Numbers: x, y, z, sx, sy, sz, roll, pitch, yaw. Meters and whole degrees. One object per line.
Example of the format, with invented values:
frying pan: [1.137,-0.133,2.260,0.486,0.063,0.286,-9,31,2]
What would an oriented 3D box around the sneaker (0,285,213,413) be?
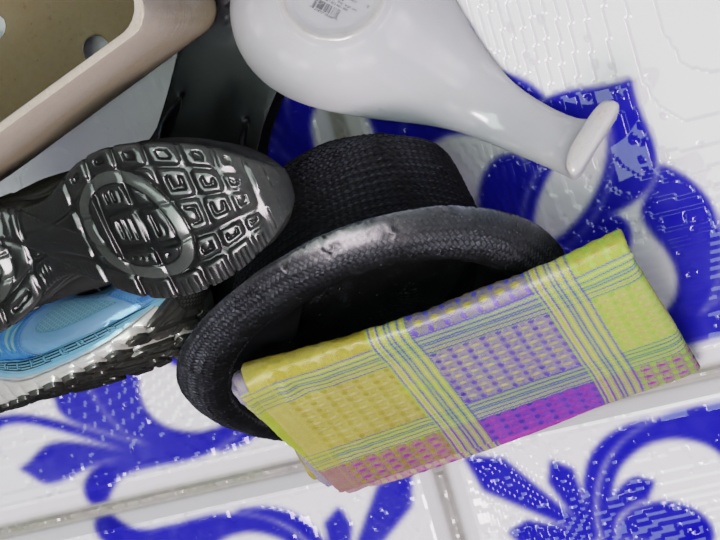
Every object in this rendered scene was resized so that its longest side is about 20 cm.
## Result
sneaker: [-0.163,0.019,1.463,0.200,0.078,0.090,-15,86,33]

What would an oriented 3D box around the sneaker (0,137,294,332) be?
sneaker: [-0.115,-0.026,1.371,0.200,0.091,0.076,-10,103,28]

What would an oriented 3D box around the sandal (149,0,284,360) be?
sandal: [-0.078,-0.049,1.454,0.076,0.043,0.200,13,105,13]

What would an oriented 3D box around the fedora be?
fedora: [0.000,0.000,1.405,0.200,0.201,0.092,-23,59,19]

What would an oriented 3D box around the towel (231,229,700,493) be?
towel: [0.048,0.047,1.386,0.200,0.144,0.023,-20,59,11]

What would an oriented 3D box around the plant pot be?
plant pot: [-0.183,-0.140,1.384,0.200,0.177,0.200,-34,79,19]

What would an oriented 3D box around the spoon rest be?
spoon rest: [0.029,-0.101,1.404,0.200,0.061,0.099,31,81,14]
